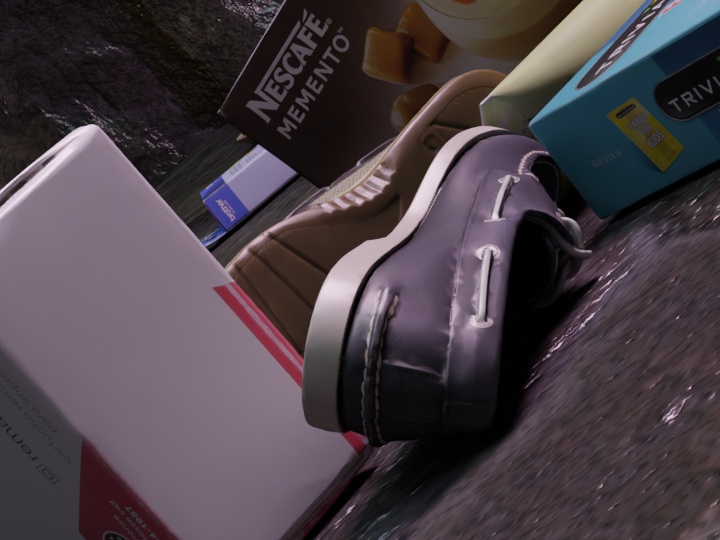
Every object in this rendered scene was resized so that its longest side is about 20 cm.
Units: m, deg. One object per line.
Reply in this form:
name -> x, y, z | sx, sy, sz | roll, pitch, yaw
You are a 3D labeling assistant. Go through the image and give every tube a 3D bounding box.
tube -> 0.100, -0.081, 0.825 | 0.052, 0.058, 0.200 | -31, 10, 48

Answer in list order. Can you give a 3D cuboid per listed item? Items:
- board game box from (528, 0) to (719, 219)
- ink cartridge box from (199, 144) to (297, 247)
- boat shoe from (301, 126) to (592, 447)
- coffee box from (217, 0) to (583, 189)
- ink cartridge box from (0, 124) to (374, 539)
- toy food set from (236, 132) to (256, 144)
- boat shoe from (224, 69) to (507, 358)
board game box -> 0.165, -0.107, 0.681 | 0.151, 0.047, 0.200 | -46, 10, -36
ink cartridge box -> -0.075, -0.092, 1.742 | 0.200, 0.042, 0.119 | -42, 8, 0
boat shoe -> 0.043, 0.005, 0.671 | 0.062, 0.073, 0.200 | 10, 23, 18
coffee box -> 0.039, -0.125, 0.913 | 0.200, 0.114, 0.080 | -55, -4, 28
ink cartridge box -> -0.111, 0.056, 0.712 | 0.085, 0.146, 0.200 | -47, 10, -32
toy food set -> -0.074, -0.223, 2.409 | 0.198, 0.049, 0.200 | -37, 8, 21
boat shoe -> 0.000, 0.000, 0.815 | 0.200, 0.073, 0.065 | -40, -4, -26
